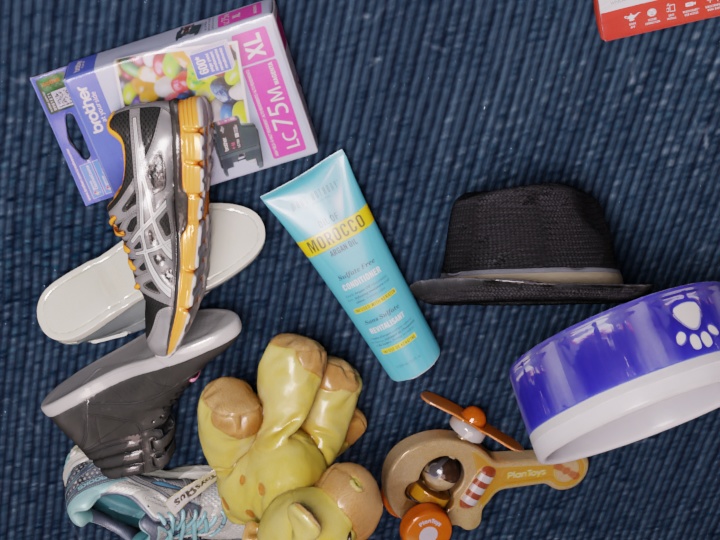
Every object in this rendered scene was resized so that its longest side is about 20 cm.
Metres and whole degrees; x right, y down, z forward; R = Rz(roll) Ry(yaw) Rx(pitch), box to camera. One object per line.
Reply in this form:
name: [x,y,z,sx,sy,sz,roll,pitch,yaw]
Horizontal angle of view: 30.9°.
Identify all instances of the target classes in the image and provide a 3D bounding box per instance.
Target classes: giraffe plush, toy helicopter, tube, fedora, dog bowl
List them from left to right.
giraffe plush: [-0.052,0.180,1.071,0.200,0.162,0.172,-48,137,3]
tube: [0.000,0.000,1.081,0.077,0.051,0.201,-30,113,4]
toy helicopter: [0.115,0.174,1.187,0.197,0.079,0.134,-3,113,-15]
fedora: [0.136,-0.020,1.032,0.197,0.201,0.093,-1,88,-4]
dog bowl: [0.224,0.086,1.062,0.197,0.080,0.200,-18,163,-6]

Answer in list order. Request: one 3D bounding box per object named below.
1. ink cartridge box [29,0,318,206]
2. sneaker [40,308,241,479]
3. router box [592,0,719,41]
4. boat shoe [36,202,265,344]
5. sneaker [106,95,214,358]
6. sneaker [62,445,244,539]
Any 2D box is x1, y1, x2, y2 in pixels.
ink cartridge box: [-0.142,-0.120,1.000,0.197,0.042,0.121,-15,120,6]
sneaker: [-0.166,0.108,1.106,0.198,0.071,0.100,-27,109,19]
router box: [0.251,-0.265,0.904,0.197,0.049,0.181,-11,135,10]
boat shoe: [-0.166,0.005,1.070,0.198,0.074,0.062,-25,163,2]
sneaker: [-0.152,-0.033,0.982,0.076,0.078,0.203,4,105,-1]
sneaker: [-0.173,0.221,1.169,0.197,0.087,0.078,15,119,-13]
